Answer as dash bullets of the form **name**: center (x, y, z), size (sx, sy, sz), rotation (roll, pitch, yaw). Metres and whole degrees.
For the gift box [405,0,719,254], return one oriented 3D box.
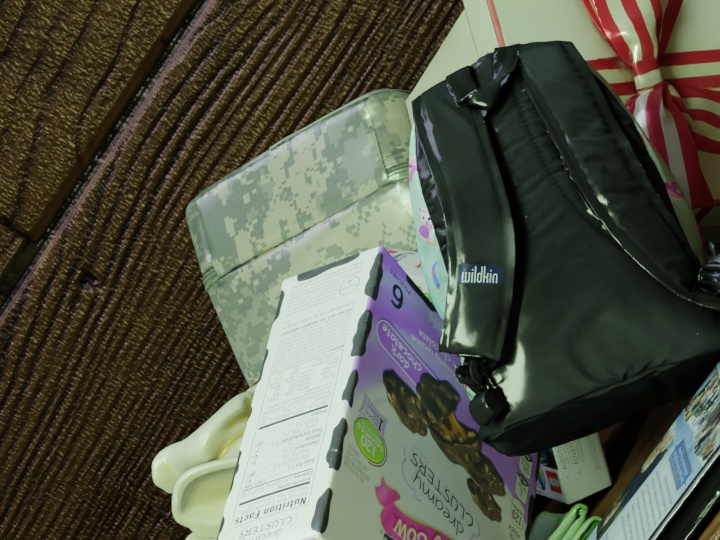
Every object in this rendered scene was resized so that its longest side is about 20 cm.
- **gift box**: center (0.152, -0.088, 1.589), size (0.200, 0.185, 0.187), rotation (-12, -20, -21)

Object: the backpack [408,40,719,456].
- **backpack**: center (0.096, -0.015, 1.401), size (0.167, 0.200, 0.127), rotation (-19, -21, -10)

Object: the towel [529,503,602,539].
- **towel**: center (0.058, 0.215, 1.482), size (0.200, 0.031, 0.149), rotation (-55, 3, -10)

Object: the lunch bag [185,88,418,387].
- **lunch bag**: center (0.000, 0.000, 1.760), size (0.200, 0.168, 0.139), rotation (-27, -23, 24)

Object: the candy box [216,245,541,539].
- **candy box**: center (0.015, 0.119, 1.390), size (0.071, 0.168, 0.200), rotation (-20, 38, 30)

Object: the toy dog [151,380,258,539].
- **toy dog**: center (-0.031, 0.117, 1.599), size (0.194, 0.140, 0.200), rotation (-30, 18, 2)

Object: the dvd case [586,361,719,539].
- **dvd case**: center (0.153, 0.101, 1.279), size (0.200, 0.018, 0.143), rotation (-54, 3, 9)

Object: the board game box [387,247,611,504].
- **board game box**: center (0.068, 0.058, 1.571), size (0.035, 0.127, 0.200), rotation (-22, 14, -23)
